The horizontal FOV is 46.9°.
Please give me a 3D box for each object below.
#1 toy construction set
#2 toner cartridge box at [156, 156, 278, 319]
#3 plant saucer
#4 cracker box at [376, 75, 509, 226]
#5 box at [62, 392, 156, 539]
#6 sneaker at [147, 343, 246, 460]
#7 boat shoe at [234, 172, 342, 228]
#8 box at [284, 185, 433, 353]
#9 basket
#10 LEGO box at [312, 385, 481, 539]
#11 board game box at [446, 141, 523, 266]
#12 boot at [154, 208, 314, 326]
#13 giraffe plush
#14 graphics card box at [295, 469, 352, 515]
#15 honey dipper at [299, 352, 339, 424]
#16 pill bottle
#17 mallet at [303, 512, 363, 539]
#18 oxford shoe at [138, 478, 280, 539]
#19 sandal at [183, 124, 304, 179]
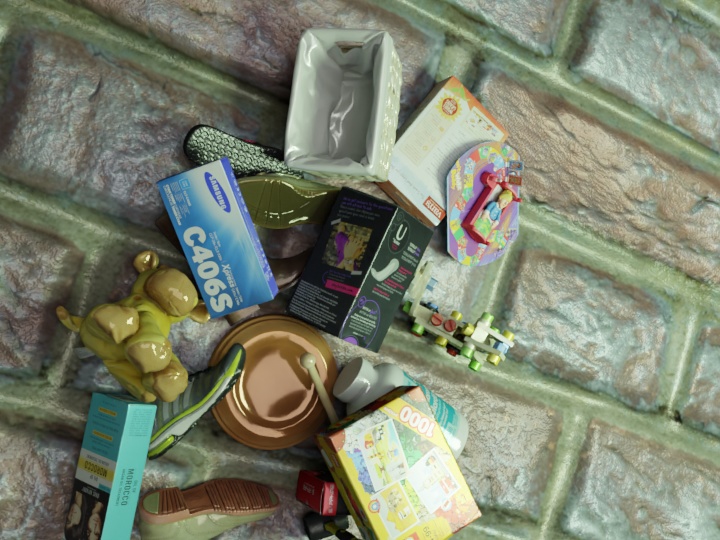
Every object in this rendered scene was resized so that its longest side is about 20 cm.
[{"bbox_3d":[0.134,0.076,1.250,0.200,0.131,0.092,44,81,12],"label":"toy construction set"},{"bbox_3d":[-0.191,-0.043,1.121,0.095,0.043,0.200,-19,102,8],"label":"toner cartridge box"},{"bbox_3d":[-0.125,0.164,1.216,0.200,0.037,0.200,0,90,-21],"label":"plant saucer"},{"bbox_3d":[0.120,-0.184,1.298,0.134,0.058,0.200,43,75,-15],"label":"cracker box"},{"bbox_3d":[-0.334,0.268,1.105,0.049,0.082,0.200,15,84,-52],"label":"box"},{"bbox_3d":[-0.239,0.167,1.139,0.200,0.074,0.081,-44,88,0],"label":"sneaker"},{"bbox_3d":[-0.103,-0.104,1.194,0.200,0.063,0.073,-1,113,-29],"label":"boat shoe"},{"bbox_3d":[0.000,0.000,1.191,0.122,0.106,0.200,29,86,-57],"label":"box"},{"bbox_3d":[-0.017,-0.230,1.190,0.135,0.123,0.200,6,88,18],"label":"basket"},{"bbox_3d":[0.049,0.277,1.128,0.149,0.077,0.200,-27,93,-22],"label":"LEGO box"},{"bbox_3d":[0.206,-0.099,1.299,0.158,0.039,0.200,-16,113,-33],"label":"board game box"},{"bbox_3d":[-0.170,-0.050,1.192,0.186,0.064,0.200,-35,97,-19],"label":"boot"},{"bbox_3d":[-0.278,0.062,1.104,0.162,0.200,0.173,-48,128,-31],"label":"giraffe plush"},{"bbox_3d":[0.018,0.326,1.220,0.200,0.125,0.051,7,82,-19],"label":"graphics card box"},{"bbox_3d":[-0.045,0.197,1.204,0.038,0.038,0.200,-31,124,-18],"label":"honey dipper"},{"bbox_3d":[0.057,0.213,1.243,0.200,0.111,0.111,37,77,-17],"label":"pill bottle"},{"bbox_3d":[-0.021,0.365,1.168,0.066,0.200,0.041,-14,87,-25],"label":"mallet"},{"bbox_3d":[-0.214,0.346,1.176,0.200,0.071,0.074,2,114,-21],"label":"oxford shoe"},{"bbox_3d":[-0.164,-0.156,1.192,0.200,0.045,0.075,24,97,-34],"label":"sandal"}]
